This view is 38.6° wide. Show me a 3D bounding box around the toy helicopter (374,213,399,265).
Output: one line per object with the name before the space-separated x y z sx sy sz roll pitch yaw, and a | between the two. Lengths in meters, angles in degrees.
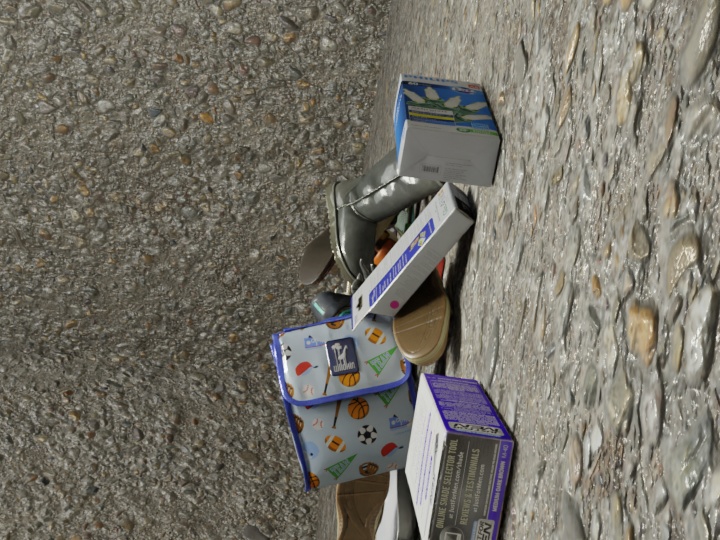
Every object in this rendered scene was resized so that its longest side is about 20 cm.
toy helicopter | 0.055 -0.105 1.605 0.132 0.079 0.200 -56 -1 36

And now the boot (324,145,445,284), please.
boot | 0.046 -0.088 1.465 0.072 0.200 0.182 3 -111 -57

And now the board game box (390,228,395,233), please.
board game box | 0.056 -0.080 2.149 0.120 0.032 0.201 114 164 -63

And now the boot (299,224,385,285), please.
boot | 0.000 0.000 1.674 0.200 0.064 0.187 50 -122 -39

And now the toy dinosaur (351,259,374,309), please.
toy dinosaur | 0.024 0.057 1.450 0.200 0.077 0.103 50 -116 -81

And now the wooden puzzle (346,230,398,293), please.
wooden puzzle | 0.031 0.015 1.802 0.185 0.046 0.201 18 -107 -64

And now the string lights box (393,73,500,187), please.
string lights box | 0.093 -0.163 1.172 0.200 0.102 0.059 -91 8 -63

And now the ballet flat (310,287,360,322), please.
ballet flat | -0.024 0.059 1.608 0.200 0.073 0.073 8 -91 -68

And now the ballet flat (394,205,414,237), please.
ballet flat | 0.069 -0.146 1.754 0.069 0.071 0.201 -92 10 -63

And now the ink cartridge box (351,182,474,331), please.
ink cartridge box | 0.059 -0.011 1.244 0.200 0.037 0.095 -48 17 18

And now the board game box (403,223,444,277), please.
board game box | 0.079 0.029 1.484 0.200 0.040 0.153 -96 14 -74

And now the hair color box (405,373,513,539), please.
hair color box | 0.086 0.173 0.944 0.200 0.065 0.110 -95 14 -81

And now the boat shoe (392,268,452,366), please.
boat shoe | 0.085 0.057 1.256 0.065 0.071 0.200 59 -161 -28

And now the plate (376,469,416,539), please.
plate | 0.050 0.335 1.413 0.200 0.032 0.200 -87 5 -47

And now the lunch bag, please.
lunch bag | -0.013 0.156 1.293 0.124 0.169 0.201 -120 19 -80

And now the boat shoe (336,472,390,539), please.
boat shoe | 0.001 0.329 1.431 0.072 0.072 0.201 116 159 -90
